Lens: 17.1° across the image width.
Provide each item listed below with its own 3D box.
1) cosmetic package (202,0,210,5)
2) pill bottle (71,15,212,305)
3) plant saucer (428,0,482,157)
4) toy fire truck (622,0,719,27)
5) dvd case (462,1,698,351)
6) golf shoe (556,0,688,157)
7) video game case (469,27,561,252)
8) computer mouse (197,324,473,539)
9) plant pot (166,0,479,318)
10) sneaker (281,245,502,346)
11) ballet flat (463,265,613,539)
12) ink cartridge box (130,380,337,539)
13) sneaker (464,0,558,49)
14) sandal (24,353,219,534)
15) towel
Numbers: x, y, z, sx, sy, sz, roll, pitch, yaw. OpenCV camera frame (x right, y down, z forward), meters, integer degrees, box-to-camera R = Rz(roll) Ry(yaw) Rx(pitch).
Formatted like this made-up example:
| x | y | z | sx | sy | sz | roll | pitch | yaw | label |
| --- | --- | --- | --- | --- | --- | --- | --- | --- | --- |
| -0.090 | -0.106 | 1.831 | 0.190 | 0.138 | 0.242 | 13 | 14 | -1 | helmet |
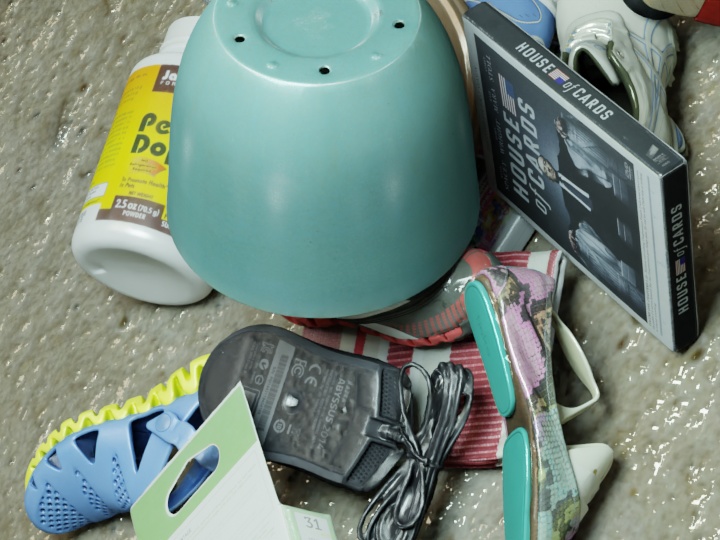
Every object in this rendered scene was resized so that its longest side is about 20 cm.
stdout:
| x | y | z | sx | sy | sz | roll | pitch | yaw | label |
| --- | --- | --- | --- | --- | --- | --- | --- | --- | --- |
| -0.023 | -0.255 | 1.791 | 0.071 | 0.101 | 0.200 | 30 | 83 | 47 | cosmetic package |
| -0.133 | -0.083 | 1.753 | 0.109 | 0.109 | 0.200 | -5 | 58 | 38 | pill bottle |
| 0.000 | -0.118 | 1.626 | 0.200 | 0.029 | 0.200 | -1 | 88 | 38 | plant saucer |
| 0.283 | -0.241 | 1.532 | 0.129 | 0.200 | 0.176 | 112 | 169 | -58 | toy fire truck |
| 0.135 | -0.059 | 1.469 | 0.025 | 0.150 | 0.200 | -30 | 47 | -18 | dvd case |
| 0.161 | -0.135 | 1.532 | 0.078 | 0.097 | 0.200 | -21 | 57 | 16 | golf shoe |
| 0.075 | -0.087 | 1.645 | 0.182 | 0.024 | 0.200 | 24 | 77 | 46 | video game case |
| -0.018 | 0.100 | 1.535 | 0.200 | 0.053 | 0.139 | 22 | 90 | 34 | computer mouse |
| -0.025 | -0.097 | 1.463 | 0.201 | 0.161 | 0.201 | 0 | 48 | 0 | plant pot |
| 0.000 | 0.000 | 1.534 | 0.200 | 0.098 | 0.071 | 7 | 72 | 39 | sneaker |
| 0.113 | 0.091 | 1.442 | 0.069 | 0.071 | 0.200 | 125 | 138 | -69 | ballet flat |
| -0.075 | 0.193 | 1.513 | 0.146 | 0.048 | 0.200 | -49 | 40 | 31 | ink cartridge box |
| 0.044 | -0.151 | 1.643 | 0.200 | 0.076 | 0.077 | -16 | 46 | 32 | sneaker |
| -0.148 | 0.133 | 1.637 | 0.200 | 0.079 | 0.087 | -31 | 48 | 22 | sandal |
| 0.040 | 0.059 | 1.554 | 0.200 | 0.023 | 0.144 | -4 | 67 | 37 | towel |
